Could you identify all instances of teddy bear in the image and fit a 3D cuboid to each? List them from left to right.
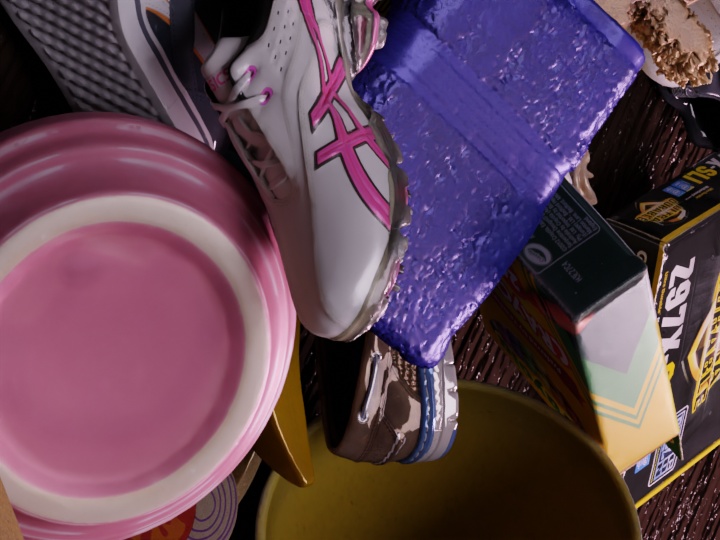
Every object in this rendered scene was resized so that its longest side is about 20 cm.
[{"bbox_3d":[0.159,-0.175,1.411,0.200,0.067,0.145,-47,113,-13],"label":"teddy bear"}]

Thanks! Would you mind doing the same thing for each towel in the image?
[{"bbox_3d":[0.039,-0.067,1.269,0.148,0.049,0.200,40,81,-38],"label":"towel"}]

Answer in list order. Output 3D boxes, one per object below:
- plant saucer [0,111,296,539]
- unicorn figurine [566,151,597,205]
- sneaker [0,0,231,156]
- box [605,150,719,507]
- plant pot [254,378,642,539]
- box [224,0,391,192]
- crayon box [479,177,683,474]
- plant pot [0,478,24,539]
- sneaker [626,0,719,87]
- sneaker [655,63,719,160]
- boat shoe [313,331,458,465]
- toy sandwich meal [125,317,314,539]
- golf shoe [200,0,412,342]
[{"bbox_3d":[-0.117,0.033,1.153,0.199,0.051,0.202,-7,110,-21],"label":"plant saucer"},{"bbox_3d":[0.077,-0.063,1.470,0.200,0.073,0.138,-26,122,-69],"label":"unicorn figurine"},{"bbox_3d":[-0.111,-0.130,1.179,0.080,0.078,0.201,-57,137,-40],"label":"sneaker"},{"bbox_3d":[0.195,0.037,1.629,0.159,0.049,0.201,-27,133,-46],"label":"box"},{"bbox_3d":[0.042,0.180,1.395,0.200,0.199,0.142,-51,159,-34],"label":"plant pot"},{"bbox_3d":[0.019,-0.115,1.318,0.200,0.082,0.049,-53,137,-11],"label":"box"},{"bbox_3d":[0.109,0.026,1.396,0.051,0.127,0.200,-34,146,-9],"label":"crayon box"},{"bbox_3d":[-0.195,0.173,1.070,0.186,0.186,0.201,5,82,-54],"label":"plant pot"},{"bbox_3d":[0.176,-0.210,1.491,0.075,0.088,0.201,1,65,-55],"label":"sneaker"},{"bbox_3d":[0.225,-0.158,1.636,0.140,0.077,0.201,-45,132,-40],"label":"sneaker"},{"bbox_3d":[0.000,0.000,1.346,0.072,0.072,0.201,-4,78,-34],"label":"boat shoe"},{"bbox_3d":[-0.081,0.052,1.269,0.205,0.070,0.206,-17,112,-51],"label":"toy sandwich meal"},{"bbox_3d":[-0.033,-0.064,1.156,0.092,0.073,0.201,7,65,-32],"label":"golf shoe"}]
